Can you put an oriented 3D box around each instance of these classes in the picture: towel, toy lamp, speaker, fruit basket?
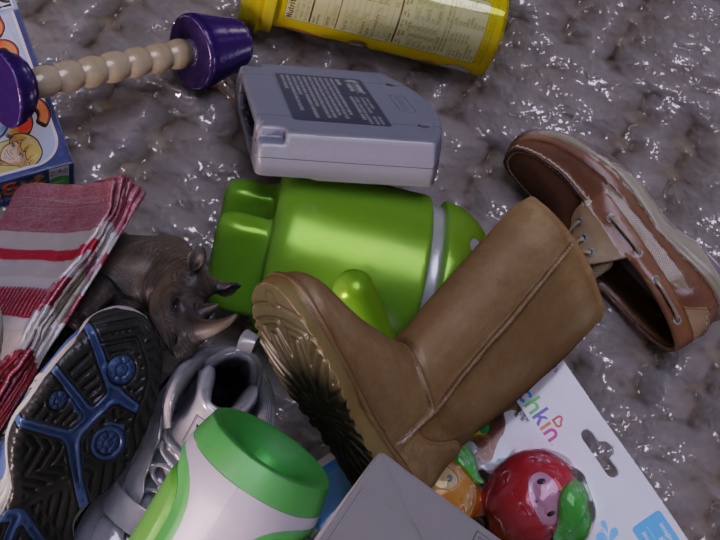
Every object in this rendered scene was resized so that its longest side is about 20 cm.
[{"bbox_3d":[-0.223,0.027,0.753,0.023,0.143,0.202,44,60,-34],"label":"towel"},{"bbox_3d":[-0.162,-0.144,0.872,0.198,0.058,0.059,-21,70,-37],"label":"toy lamp"},{"bbox_3d":[-0.098,0.177,0.660,0.088,0.088,0.202,33,97,5],"label":"speaker"},{"bbox_3d":[0.079,0.155,0.762,0.198,0.094,0.186,-32,74,-4],"label":"fruit basket"}]

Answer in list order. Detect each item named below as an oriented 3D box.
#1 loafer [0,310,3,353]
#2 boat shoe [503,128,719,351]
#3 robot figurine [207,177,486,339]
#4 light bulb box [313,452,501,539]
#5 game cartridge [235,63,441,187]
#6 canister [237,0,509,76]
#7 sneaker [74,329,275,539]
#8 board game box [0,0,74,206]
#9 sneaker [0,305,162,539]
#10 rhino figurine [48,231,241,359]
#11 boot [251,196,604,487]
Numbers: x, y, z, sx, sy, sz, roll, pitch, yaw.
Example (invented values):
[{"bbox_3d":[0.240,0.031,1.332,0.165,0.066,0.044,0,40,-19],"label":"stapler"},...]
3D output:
[{"bbox_3d":[-0.260,0.035,0.721,0.069,0.199,0.071,3,100,-35],"label":"loafer"},{"bbox_3d":[0.178,-0.023,0.897,0.200,0.076,0.072,42,65,11],"label":"boat shoe"},{"bbox_3d":[0.000,0.000,0.821,0.197,0.117,0.176,13,31,-5],"label":"robot figurine"},{"bbox_3d":[0.022,0.246,0.643,0.197,0.201,0.125,36,30,6],"label":"light bulb box"},{"bbox_3d":[-0.015,-0.102,0.850,0.131,0.042,0.200,7,20,-12],"label":"game cartridge"},{"bbox_3d":[0.014,-0.239,0.960,0.197,0.087,0.151,12,61,-8],"label":"canister"},{"bbox_3d":[-0.114,0.124,0.731,0.074,0.115,0.202,30,61,-8],"label":"sneaker"},{"bbox_3d":[-0.294,-0.133,0.868,0.134,0.035,0.202,-18,70,-20],"label":"board game box"},{"bbox_3d":[-0.181,0.105,0.708,0.075,0.077,0.202,27,95,-32],"label":"sneaker"},{"bbox_3d":[-0.145,0.013,0.767,0.198,0.060,0.088,9,57,42],"label":"rhino figurine"},{"bbox_3d":[0.045,0.022,0.726,0.200,0.066,0.177,-42,120,-27],"label":"boot"}]
